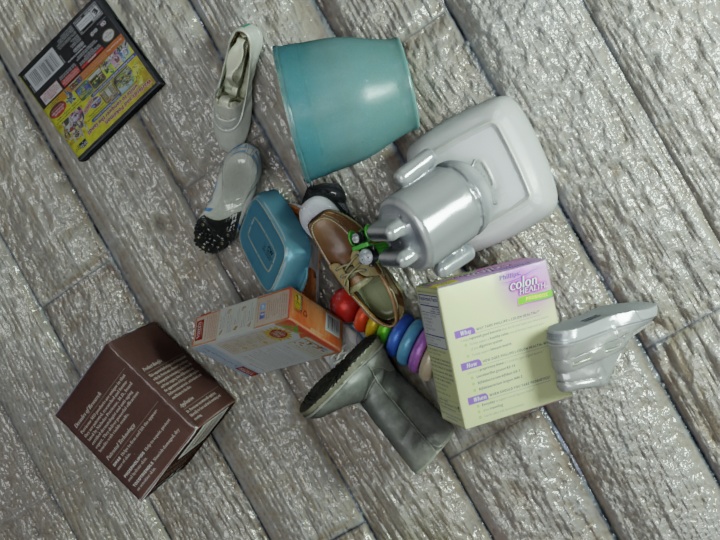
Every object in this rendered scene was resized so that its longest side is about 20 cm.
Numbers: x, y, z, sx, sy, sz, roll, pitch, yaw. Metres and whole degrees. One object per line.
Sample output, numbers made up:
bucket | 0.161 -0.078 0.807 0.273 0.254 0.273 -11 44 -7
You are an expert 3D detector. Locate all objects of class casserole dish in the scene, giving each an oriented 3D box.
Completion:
casserole dish | -0.137 -0.039 1.508 0.201 0.038 0.123 56 132 41

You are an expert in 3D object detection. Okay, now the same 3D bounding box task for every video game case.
video game case | -0.444 -0.314 1.622 0.199 0.025 0.182 -38 86 16

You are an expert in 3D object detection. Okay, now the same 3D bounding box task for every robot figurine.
robot figurine | 0.104 -0.078 1.359 0.198 0.112 0.172 -32 111 -25

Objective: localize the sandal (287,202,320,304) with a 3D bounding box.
sandal | -0.101 -0.001 1.553 0.077 0.059 0.212 -5 96 15

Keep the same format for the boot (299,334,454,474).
boot | 0.027 0.222 1.468 0.181 0.072 0.202 -39 105 -19

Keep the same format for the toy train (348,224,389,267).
toy train | 0.045 -0.041 1.436 0.041 0.199 0.058 -18 87 30

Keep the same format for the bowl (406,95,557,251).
bowl | 0.176 -0.137 1.453 0.197 0.075 0.203 -26 91 15

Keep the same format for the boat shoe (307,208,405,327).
boat shoe | 0.000 0.000 1.430 0.075 0.074 0.201 -36 107 16

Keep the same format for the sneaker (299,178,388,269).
sneaker | -0.025 -0.062 1.517 0.075 0.115 0.200 -31 124 15

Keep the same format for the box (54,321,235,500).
box | -0.343 0.223 1.593 0.199 0.166 0.165 42 106 7

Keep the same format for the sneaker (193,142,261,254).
sneaker | -0.207 -0.112 1.570 0.071 0.073 0.202 29 118 -2

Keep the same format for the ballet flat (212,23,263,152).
ballet flat | -0.200 -0.285 1.538 0.068 0.069 0.204 16 102 12

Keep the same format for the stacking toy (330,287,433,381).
stacking toy | 0.040 0.089 1.524 0.197 0.085 0.087 27 104 17

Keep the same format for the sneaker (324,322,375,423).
sneaker | -0.008 0.156 1.536 0.075 0.087 0.201 -43 84 18

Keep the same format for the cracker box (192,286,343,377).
cracker box | -0.142 0.098 1.514 0.197 0.133 0.059 -17 56 31

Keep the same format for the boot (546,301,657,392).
boot | 0.346 0.109 1.400 0.196 0.073 0.098 -14 101 -27

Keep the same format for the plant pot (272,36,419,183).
plant pot | -0.015 -0.250 1.438 0.184 0.200 0.204 -14 94 1

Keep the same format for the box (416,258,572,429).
box | 0.191 0.101 1.422 0.172 0.097 0.205 -14 96 -15
